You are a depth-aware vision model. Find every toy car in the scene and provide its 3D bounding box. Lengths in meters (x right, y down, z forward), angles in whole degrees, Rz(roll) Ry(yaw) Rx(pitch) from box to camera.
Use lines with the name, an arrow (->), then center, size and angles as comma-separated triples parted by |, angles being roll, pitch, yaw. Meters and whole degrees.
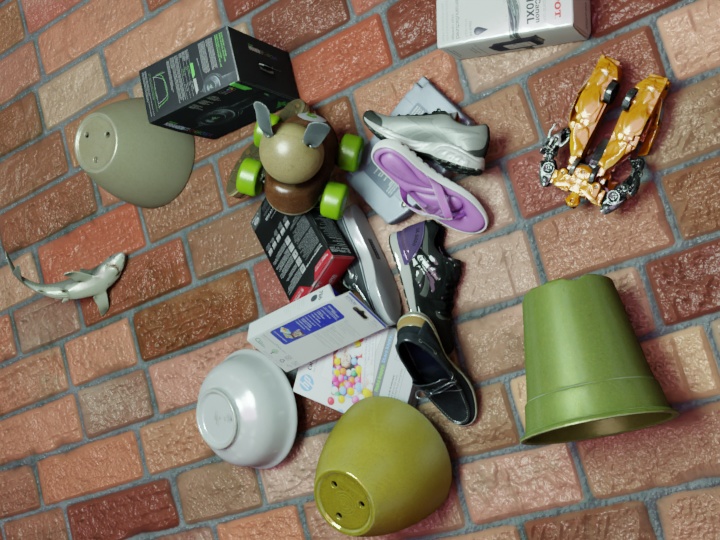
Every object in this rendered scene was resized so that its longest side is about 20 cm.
toy car -> -0.091, -0.182, 1.234 | 0.163, 0.200, 0.159 | 15, 72, 7

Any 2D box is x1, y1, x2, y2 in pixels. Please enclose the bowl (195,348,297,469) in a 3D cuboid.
bowl -> -0.204, 0.234, 1.409 | 0.200, 0.090, 0.203 | 5, 98, 39

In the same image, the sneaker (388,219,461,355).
sneaker -> 0.112, 0.022, 1.269 | 0.087, 0.076, 0.201 | -23, 79, 20

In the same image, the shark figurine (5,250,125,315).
shark figurine -> -0.544, 0.014, 1.614 | 0.090, 0.213, 0.129 | -111, 22, -53

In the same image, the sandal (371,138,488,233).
sandal -> 0.092, -0.107, 1.240 | 0.202, 0.050, 0.082 | 36, 146, -11

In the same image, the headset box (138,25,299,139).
headset box -> -0.220, -0.299, 1.395 | 0.199, 0.174, 0.093 | -18, 80, 26

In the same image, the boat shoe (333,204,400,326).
boat shoe -> 0.000, 0.000, 1.329 | 0.068, 0.072, 0.201 | -29, 73, 23

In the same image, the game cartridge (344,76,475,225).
game cartridge -> 0.078, -0.174, 1.309 | 0.133, 0.041, 0.200 | 46, 110, 17

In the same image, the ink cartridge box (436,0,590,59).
ink cartridge box -> 0.212, -0.387, 1.208 | 0.199, 0.084, 0.146 | -2, 89, 29

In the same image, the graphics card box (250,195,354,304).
graphics card box -> -0.095, -0.048, 1.353 | 0.126, 0.051, 0.201 | -55, 50, 32

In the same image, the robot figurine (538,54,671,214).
robot figurine -> 0.327, -0.175, 1.159 | 0.144, 0.058, 0.201 | 29, 103, 26

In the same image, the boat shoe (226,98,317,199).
boat shoe -> -0.138, -0.184, 1.403 | 0.200, 0.067, 0.072 | -44, 38, 16

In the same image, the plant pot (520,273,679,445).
plant pot -> 0.288, 0.113, 1.123 | 0.199, 0.200, 0.191 | -19, 68, 27

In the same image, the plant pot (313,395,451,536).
plant pot -> 0.012, 0.302, 1.252 | 0.199, 0.142, 0.202 | 11, 111, 30

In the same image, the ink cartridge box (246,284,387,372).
ink cartridge box -> -0.065, 0.083, 1.305 | 0.199, 0.099, 0.039 | -24, 40, 26

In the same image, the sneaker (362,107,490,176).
sneaker -> 0.096, -0.199, 1.247 | 0.199, 0.074, 0.080 | 21, 90, 21

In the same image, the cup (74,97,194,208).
cup -> -0.413, -0.215, 1.518 | 0.199, 0.143, 0.202 | -1, 89, 29

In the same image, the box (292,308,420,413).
box -> 0.002, 0.147, 1.345 | 0.199, 0.041, 0.157 | 19, 99, 29

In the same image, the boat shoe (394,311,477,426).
boat shoe -> 0.105, 0.152, 1.233 | 0.074, 0.062, 0.201 | -15, 117, 29
